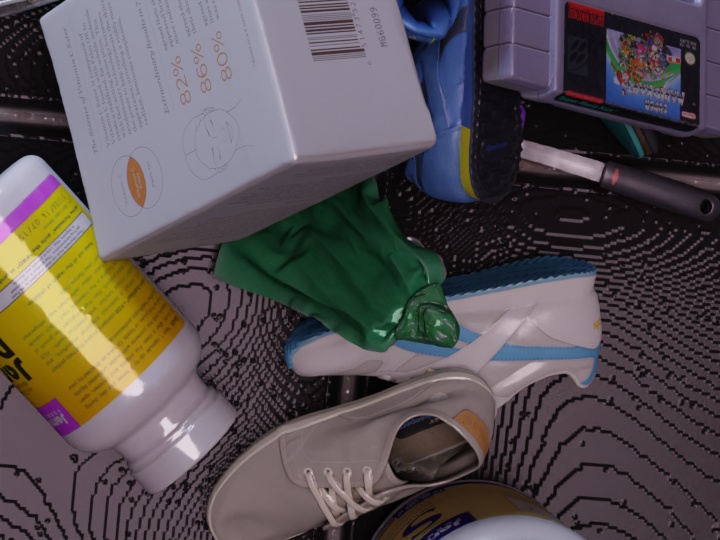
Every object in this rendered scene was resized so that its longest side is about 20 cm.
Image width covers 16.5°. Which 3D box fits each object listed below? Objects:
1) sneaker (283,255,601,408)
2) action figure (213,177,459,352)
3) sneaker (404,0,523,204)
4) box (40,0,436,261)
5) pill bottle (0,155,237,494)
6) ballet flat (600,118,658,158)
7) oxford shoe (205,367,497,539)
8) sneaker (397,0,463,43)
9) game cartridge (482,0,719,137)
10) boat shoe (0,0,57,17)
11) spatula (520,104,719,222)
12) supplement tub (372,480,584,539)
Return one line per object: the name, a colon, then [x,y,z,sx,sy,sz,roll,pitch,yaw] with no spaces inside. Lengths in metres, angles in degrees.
sneaker: [0.052,0.048,1.523,0.198,0.077,0.081,-9,103,-4]
action figure: [0.000,0.000,1.450,0.055,0.200,0.118,37,91,-36]
sneaker: [0.059,-0.141,1.480,0.066,0.078,0.202,-8,108,-48]
box: [-0.073,-0.108,1.402,0.106,0.199,0.154,-10,82,-40]
pill bottle: [-0.166,0.036,1.474,0.104,0.104,0.200,-42,98,-3]
ballet flat: [0.135,-0.163,1.523,0.073,0.073,0.200,-41,96,-3]
oxford shoe: [-0.008,0.122,1.501,0.199,0.058,0.075,-25,124,15]
sneaker: [0.010,-0.163,1.435,0.075,0.200,0.106,17,55,-17]
game cartridge: [0.152,-0.154,1.471,0.199,0.038,0.131,9,75,-42]
boat shoe: [-0.159,-0.192,1.484,0.198,0.072,0.071,-10,115,-6]
spatula: [0.135,-0.065,1.553,0.198,0.021,0.057,18,90,-10]
supplement tub: [0.080,0.210,1.466,0.144,0.200,0.147,-1,94,-8]
